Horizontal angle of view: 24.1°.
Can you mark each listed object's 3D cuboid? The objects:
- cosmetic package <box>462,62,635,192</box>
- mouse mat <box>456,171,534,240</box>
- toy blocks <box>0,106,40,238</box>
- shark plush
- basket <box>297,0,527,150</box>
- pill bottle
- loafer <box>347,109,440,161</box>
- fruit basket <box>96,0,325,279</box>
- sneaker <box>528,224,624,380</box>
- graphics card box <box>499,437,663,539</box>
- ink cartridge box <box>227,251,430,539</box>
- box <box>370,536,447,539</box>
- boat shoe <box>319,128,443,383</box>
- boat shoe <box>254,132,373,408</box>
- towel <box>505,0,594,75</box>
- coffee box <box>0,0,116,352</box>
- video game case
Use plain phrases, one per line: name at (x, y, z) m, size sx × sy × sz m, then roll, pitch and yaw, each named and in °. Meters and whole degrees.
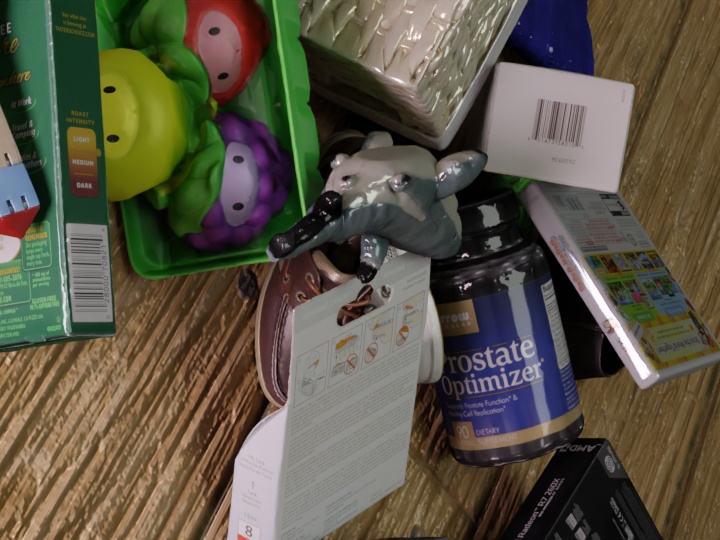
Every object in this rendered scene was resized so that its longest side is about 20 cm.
cosmetic package at (0.142, -0.114, 1.316) m, size 0.200 × 0.106 × 0.086 m, roll -91°, pitch -171°, yaw -85°
mouse mat at (0.128, -0.028, 1.451) m, size 0.162 × 0.007 × 0.201 m, roll 60°, pitch 44°, yaw -25°
toy blocks at (-0.264, -0.060, 0.895) m, size 0.199 × 0.100 × 0.138 m, roll -20°, pitch 85°, yaw -36°
shark plush at (0.017, -0.030, 1.075) m, size 0.200 × 0.090 × 0.084 m, roll -32°, pitch 130°, yaw -64°
basket at (0.041, -0.212, 1.207) m, size 0.202 × 0.134 × 0.123 m, roll -62°, pitch 165°, yaw -4°
pill bottle at (0.103, 0.043, 1.328) m, size 0.111 × 0.111 × 0.203 m, roll -23°, pitch 101°, yaw -49°
loafer at (0.023, -0.136, 1.306) m, size 0.071 × 0.072 × 0.203 m, roll 11°, pitch 74°, yaw -74°
fruit basket at (-0.118, -0.099, 1.075) m, size 0.215 × 0.154 × 0.219 m, roll -8°, pitch 90°, yaw -68°
sneaker at (0.196, 0.015, 1.437) m, size 0.075 × 0.105 × 0.202 m, roll 42°, pitch 55°, yaw -38°
graphics card box at (0.161, 0.244, 1.332) m, size 0.200 × 0.051 × 0.126 m, roll -51°, pitch 120°, yaw -34°
ink cartridge box at (-0.022, 0.087, 1.163) m, size 0.162 × 0.050 × 0.202 m, roll -26°, pitch 127°, yaw -49°
box at (0.007, 0.272, 1.190) m, size 0.200 × 0.050 × 0.160 m, roll 11°, pitch 76°, yaw -65°
boat shoe at (0.000, 0.000, 1.253) m, size 0.069 × 0.071 × 0.202 m, roll -26°, pitch 99°, yaw -28°
boat shoe at (-0.023, 0.003, 1.176) m, size 0.071 × 0.072 × 0.202 m, roll 18°, pitch 90°, yaw -13°
towel at (0.134, -0.253, 1.467) m, size 0.199 × 0.049 × 0.149 m, roll 29°, pitch 56°, yaw -43°
coffee box at (-0.200, -0.056, 0.975) m, size 0.044 × 0.122 × 0.203 m, roll 1°, pitch 82°, yaw -51°
video game case at (0.218, 0.007, 1.387) m, size 0.183 × 0.023 × 0.199 m, roll 59°, pitch 23°, yaw 13°
